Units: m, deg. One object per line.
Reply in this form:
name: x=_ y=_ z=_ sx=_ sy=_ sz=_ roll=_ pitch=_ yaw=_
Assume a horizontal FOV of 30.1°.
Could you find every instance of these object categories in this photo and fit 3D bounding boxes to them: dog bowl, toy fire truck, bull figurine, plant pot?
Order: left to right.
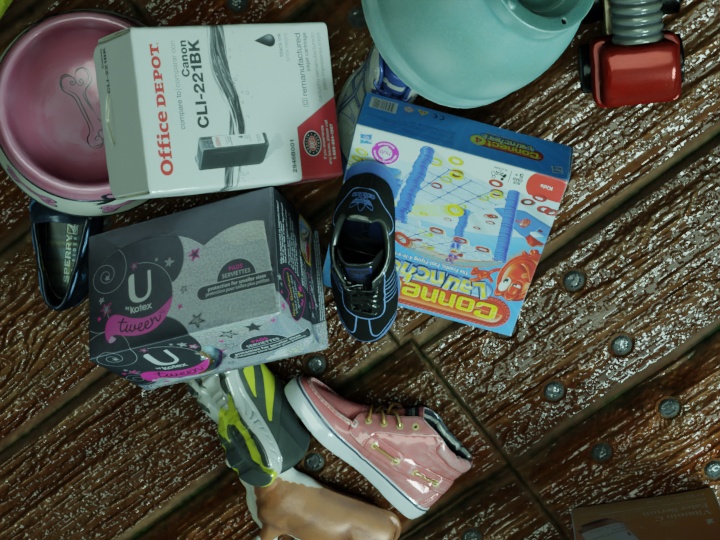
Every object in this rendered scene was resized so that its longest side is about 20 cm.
dog bowl: x=-0.253 y=-0.152 z=1.250 sx=0.199 sy=0.074 sz=0.202 roll=0 pitch=89 yaw=-8
bull figurine: x=-0.060 y=0.259 z=1.391 sx=0.199 sy=0.065 sz=0.122 roll=23 pitch=110 yaw=0
plant pot: x=0.118 y=-0.250 z=1.144 sx=0.199 sy=0.134 sz=0.202 roll=2 pitch=85 yaw=-30
toy fire truck: x=0.254 y=-0.227 z=1.153 sx=0.128 sy=0.200 sz=0.177 roll=-4 pitch=105 yaw=7

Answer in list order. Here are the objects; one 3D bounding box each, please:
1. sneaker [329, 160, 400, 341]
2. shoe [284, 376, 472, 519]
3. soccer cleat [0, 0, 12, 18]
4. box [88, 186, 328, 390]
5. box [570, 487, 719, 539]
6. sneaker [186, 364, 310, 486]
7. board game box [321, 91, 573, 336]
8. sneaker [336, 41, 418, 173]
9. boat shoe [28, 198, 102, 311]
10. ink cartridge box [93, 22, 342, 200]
sneaker: x=0.000 y=0.000 z=1.226 sx=0.070 sy=0.078 sz=0.201 roll=5 pitch=130 yaw=9
shoe: x=0.021 y=0.158 z=1.354 sx=0.091 sy=0.072 sz=0.200 roll=-43 pitch=104 yaw=13
soccer cleat: x=-0.319 y=-0.303 z=1.253 sx=0.083 sy=0.065 sz=0.201 roll=24 pitch=106 yaw=-5
box: x=-0.146 y=0.022 z=1.261 sx=0.199 sy=0.115 sz=0.133 roll=-14 pitch=65 yaw=19
box: x=0.293 y=0.311 z=1.304 sx=0.151 sy=0.200 sz=0.107 roll=-10 pitch=105 yaw=7
sneaker: x=-0.119 y=0.119 z=1.357 sx=0.074 sy=0.084 sz=0.201 roll=-29 pitch=81 yaw=39
board game box: x=0.076 y=-0.049 z=1.256 sx=0.199 sy=0.056 sz=0.197 roll=15 pitch=131 yaw=1
sneaker: x=0.023 y=-0.173 z=1.248 sx=0.075 sy=0.088 sz=0.201 roll=19 pitch=108 yaw=-3
boat shoe: x=-0.286 y=-0.057 z=1.317 sx=0.084 sy=0.069 sz=0.201 roll=-3 pitch=105 yaw=5
ink cartridge box: x=-0.126 y=-0.144 z=1.205 sx=0.199 sy=0.084 sz=0.145 roll=-8 pitch=93 yaw=-31
